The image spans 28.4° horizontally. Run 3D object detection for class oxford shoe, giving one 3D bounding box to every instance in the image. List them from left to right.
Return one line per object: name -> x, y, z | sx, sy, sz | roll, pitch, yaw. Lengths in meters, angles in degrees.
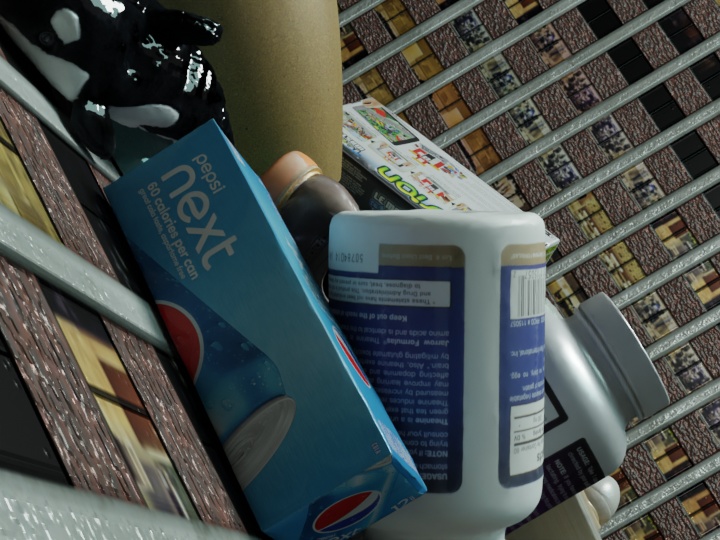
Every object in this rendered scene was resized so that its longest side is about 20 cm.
oxford shoe -> -0.028, 0.011, 0.850 | 0.073, 0.071, 0.200 | 35, -21, 16

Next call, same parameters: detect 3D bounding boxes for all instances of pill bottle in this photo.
pill bottle -> 0.038, 0.069, 0.727 | 0.111, 0.111, 0.200 | -77, 167, -87
pill bottle -> 0.076, 0.096, 0.839 | 0.113, 0.200, 0.112 | 60, 2, -4

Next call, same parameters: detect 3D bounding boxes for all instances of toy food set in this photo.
toy food set -> 0.109, 0.113, 0.976 | 0.143, 0.060, 0.200 | -12, -74, 58

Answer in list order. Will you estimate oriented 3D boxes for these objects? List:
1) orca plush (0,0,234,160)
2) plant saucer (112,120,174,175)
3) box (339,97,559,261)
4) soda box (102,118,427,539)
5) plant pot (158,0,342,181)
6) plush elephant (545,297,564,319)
orca plush -> -0.100, -0.102, 0.747 | 0.200, 0.071, 0.105 | 51, 35, -39
plant saucer -> -0.125, -0.084, 0.880 | 0.200, 0.036, 0.200 | 60, 3, -5
box -> 0.048, -0.058, 1.103 | 0.200, 0.035, 0.110 | 39, 32, 18
soda box -> -0.048, 0.030, 0.672 | 0.200, 0.068, 0.064 | 61, 4, 29
plant pot -> -0.086, -0.145, 1.013 | 0.186, 0.186, 0.200 | -111, -178, -76
plush elephant -> 0.068, 0.036, 1.156 | 0.165, 0.155, 0.200 | 56, -35, 11
